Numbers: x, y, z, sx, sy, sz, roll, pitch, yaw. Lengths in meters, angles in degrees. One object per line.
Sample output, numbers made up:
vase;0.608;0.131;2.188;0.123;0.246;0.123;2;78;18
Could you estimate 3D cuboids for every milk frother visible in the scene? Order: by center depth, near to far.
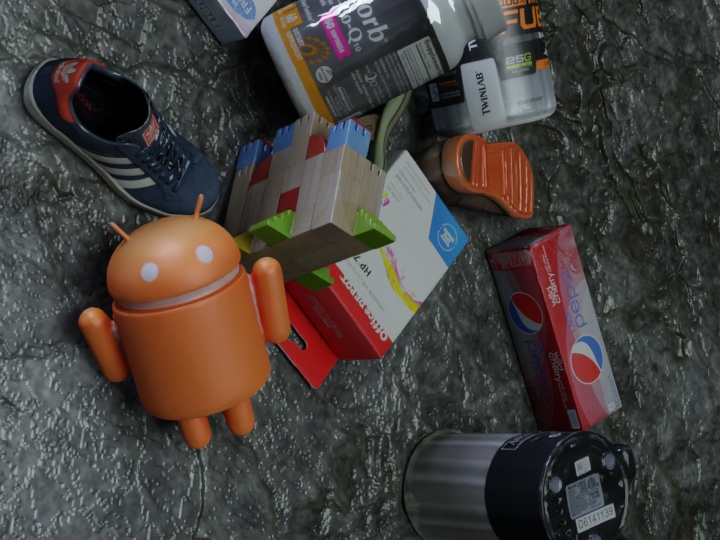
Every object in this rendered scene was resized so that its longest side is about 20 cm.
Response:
milk frother;0.165;0.251;1.632;0.179;0.187;0.202;7;82;-39

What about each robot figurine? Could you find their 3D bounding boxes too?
robot figurine;-0.143;0.043;1.423;0.117;0.143;0.202;-40;122;-53

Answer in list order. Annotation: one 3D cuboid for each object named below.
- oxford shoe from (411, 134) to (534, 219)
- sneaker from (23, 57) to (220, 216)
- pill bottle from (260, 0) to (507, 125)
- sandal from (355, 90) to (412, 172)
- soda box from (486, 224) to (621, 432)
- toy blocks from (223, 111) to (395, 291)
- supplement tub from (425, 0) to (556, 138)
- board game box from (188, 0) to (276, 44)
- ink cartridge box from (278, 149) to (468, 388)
oxford shoe;0.111;-0.091;1.697;0.200;0.072;0.072;21;67;-57
sneaker;-0.181;-0.107;1.430;0.199;0.084;0.075;33;66;-34
pill bottle;0.021;-0.212;1.531;0.199;0.116;0.117;-26;108;3
sandal;-0.011;-0.123;1.585;0.057;0.079;0.202;43;52;-35
soda box;0.197;0.059;1.756;0.070;0.063;0.202;-26;104;-38
toy blocks;-0.047;-0.069;1.484;0.100;0.199;0.138;31;56;-34
supplement tub;0.112;-0.236;1.667;0.122;0.122;0.202;-18;98;-40
board game box;-0.116;-0.341;1.530;0.200;0.043;0.199;52;56;-25
ink cartridge box;0.000;0.000;1.588;0.116;0.067;0.200;52;57;-25
